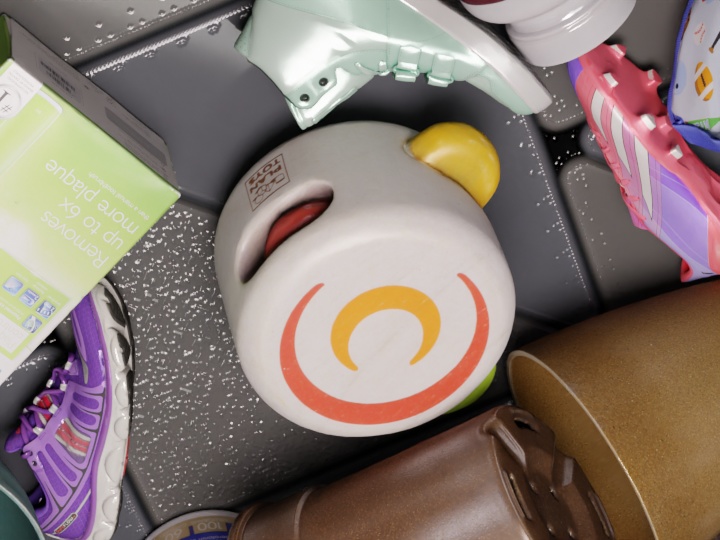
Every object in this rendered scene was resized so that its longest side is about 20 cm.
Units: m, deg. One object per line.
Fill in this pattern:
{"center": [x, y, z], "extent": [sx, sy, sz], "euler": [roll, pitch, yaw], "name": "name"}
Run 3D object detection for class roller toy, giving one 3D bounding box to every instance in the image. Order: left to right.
{"center": [0.000, 0.000, 1.596], "extent": [0.182, 0.140, 0.200], "euler": [-4, 127, -12], "name": "roller toy"}

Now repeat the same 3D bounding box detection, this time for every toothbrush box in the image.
{"center": [-0.236, -0.037, 1.562], "extent": [0.200, 0.086, 0.146], "euler": [-44, 116, 12], "name": "toothbrush box"}

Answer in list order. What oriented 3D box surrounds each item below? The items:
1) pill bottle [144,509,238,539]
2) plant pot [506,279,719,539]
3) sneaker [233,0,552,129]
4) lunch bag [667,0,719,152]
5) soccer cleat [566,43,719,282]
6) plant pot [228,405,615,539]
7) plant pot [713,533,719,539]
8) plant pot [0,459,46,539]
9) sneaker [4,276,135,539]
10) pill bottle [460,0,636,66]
{"center": [-0.093, 0.263, 1.671], "extent": [0.119, 0.200, 0.120], "euler": [-5, 116, -10], "name": "pill bottle"}
{"center": [0.234, 0.088, 1.680], "extent": [0.200, 0.186, 0.187], "euler": [-29, 119, -12], "name": "plant pot"}
{"center": [0.017, -0.128, 1.567], "extent": [0.200, 0.074, 0.118], "euler": [31, 100, -8], "name": "sneaker"}
{"center": [0.289, -0.155, 1.543], "extent": [0.124, 0.170, 0.200], "euler": [34, 89, -22], "name": "lunch bag"}
{"center": [0.193, -0.070, 1.648], "extent": [0.076, 0.067, 0.200], "euler": [-31, 116, 32], "name": "soccer cleat"}
{"center": [0.051, 0.197, 1.597], "extent": [0.198, 0.200, 0.200], "euler": [-32, 118, 21], "name": "plant pot"}
{"center": [0.337, 0.206, 1.733], "extent": [0.200, 0.198, 0.201], "euler": [-5, 116, -10], "name": "plant pot"}
{"center": [-0.307, 0.176, 1.622], "extent": [0.200, 0.134, 0.201], "euler": [-4, 117, -9], "name": "plant pot"}
{"center": [-0.195, 0.099, 1.642], "extent": [0.083, 0.081, 0.200], "euler": [6, 115, -8], "name": "sneaker"}
{"center": [0.088, -0.229, 1.518], "extent": [0.113, 0.113, 0.200], "euler": [-34, 117, 6], "name": "pill bottle"}
